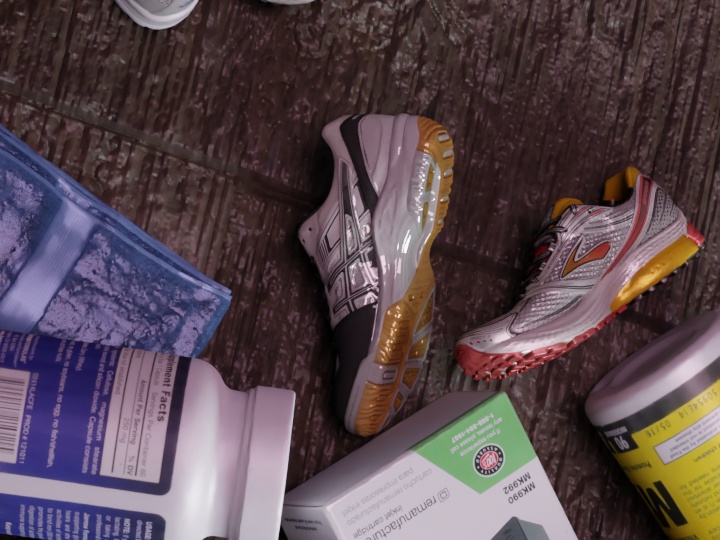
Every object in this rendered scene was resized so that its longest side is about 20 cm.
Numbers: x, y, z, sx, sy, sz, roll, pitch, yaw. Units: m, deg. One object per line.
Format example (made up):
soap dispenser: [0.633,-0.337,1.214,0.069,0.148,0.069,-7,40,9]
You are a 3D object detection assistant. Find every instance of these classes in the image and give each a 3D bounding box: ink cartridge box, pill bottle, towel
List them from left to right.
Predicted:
towel: [-0.180,0.005,1.706,0.200,0.049,0.112,37,69,-13]
pill bottle: [-0.140,0.102,1.639,0.199,0.116,0.116,9,77,-2]
ink cartridge box: [0.060,0.194,1.745,0.146,0.084,0.201,-31,100,-24]
pill bottle: [0.241,0.137,1.828,0.114,0.114,0.200,-36,95,-24]

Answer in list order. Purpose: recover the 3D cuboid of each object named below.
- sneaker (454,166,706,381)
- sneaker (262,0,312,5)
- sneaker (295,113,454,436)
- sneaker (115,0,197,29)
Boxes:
sneaker: [0.128,0.004,1.831,0.200,0.078,0.082,-35,91,-34]
sneaker: [0.006,-0.238,1.808,0.200,0.086,0.078,-34,94,-25]
sneaker: [0.000,0.000,1.781,0.087,0.076,0.201,10,91,19]
sneaker: [-0.158,-0.242,1.740,0.200,0.082,0.075,47,67,-9]
